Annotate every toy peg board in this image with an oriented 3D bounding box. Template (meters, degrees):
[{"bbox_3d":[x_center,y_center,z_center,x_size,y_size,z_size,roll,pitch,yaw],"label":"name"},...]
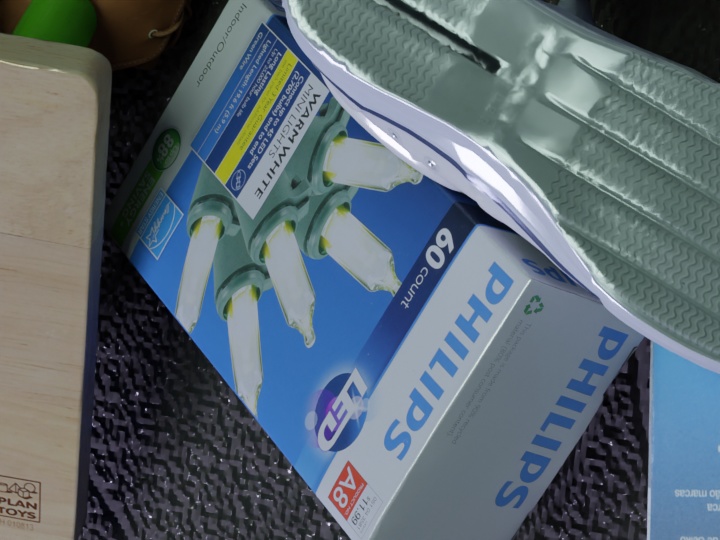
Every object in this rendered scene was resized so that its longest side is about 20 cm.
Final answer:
[{"bbox_3d":[-0.181,-0.022,1.020,0.199,0.098,0.200,10,124,6],"label":"toy peg board"}]

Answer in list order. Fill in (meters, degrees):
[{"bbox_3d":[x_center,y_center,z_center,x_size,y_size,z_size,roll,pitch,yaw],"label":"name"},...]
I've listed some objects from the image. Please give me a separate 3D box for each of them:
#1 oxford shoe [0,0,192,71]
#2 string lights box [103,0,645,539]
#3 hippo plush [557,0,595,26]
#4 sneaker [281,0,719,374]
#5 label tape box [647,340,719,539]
[{"bbox_3d":[-0.077,-0.116,1.038,0.200,0.071,0.071,-36,93,27],"label":"oxford shoe"},{"bbox_3d":[0.000,0.000,0.933,0.103,0.059,0.200,-59,41,14],"label":"string lights box"},{"bbox_3d":[0.049,-0.159,0.868,0.159,0.161,0.201,35,104,12],"label":"hippo plush"},{"bbox_3d":[0.066,-0.037,0.848,0.200,0.071,0.073,39,89,9],"label":"sneaker"},{"bbox_3d":[0.159,0.112,0.844,0.143,0.066,0.201,-3,85,34],"label":"label tape box"}]
